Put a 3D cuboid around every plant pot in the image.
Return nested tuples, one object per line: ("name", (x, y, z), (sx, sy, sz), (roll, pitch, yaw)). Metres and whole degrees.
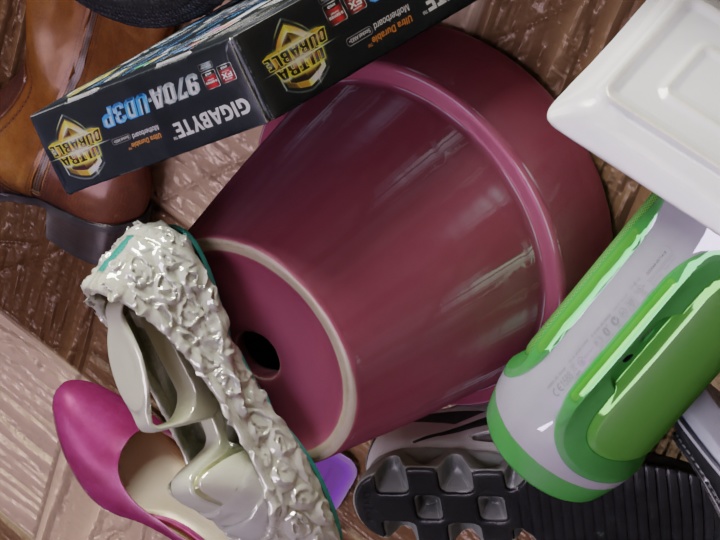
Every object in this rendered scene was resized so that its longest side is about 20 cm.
("plant pot", (0.000, 0.000, 1.506), (0.200, 0.179, 0.200), (22, 130, 29))

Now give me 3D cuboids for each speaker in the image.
("speaker", (0.143, 0.021, 1.430), (0.088, 0.088, 0.200), (44, 122, 10))

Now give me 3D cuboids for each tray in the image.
("tray", (0.192, -0.057, 1.345), (0.200, 0.107, 0.022), (35, 158, 20))

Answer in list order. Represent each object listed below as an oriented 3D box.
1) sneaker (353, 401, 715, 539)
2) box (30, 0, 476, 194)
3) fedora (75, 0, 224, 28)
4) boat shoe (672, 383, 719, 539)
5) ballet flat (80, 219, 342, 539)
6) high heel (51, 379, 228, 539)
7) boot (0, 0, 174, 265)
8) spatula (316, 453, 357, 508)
("sneaker", (0.102, 0.098, 1.566), (0.199, 0.089, 0.074), (6, 130, 10))
("box", (-0.039, -0.111, 1.449), (0.159, 0.200, 0.046), (-16, 104, 46))
("fedora", (-0.106, -0.221, 1.515), (0.200, 0.092, 0.201), (26, 134, 31))
("boat shoe", (0.204, 0.150, 1.486), (0.071, 0.072, 0.200), (-33, 94, 12))
("ballet flat", (-0.079, 0.073, 1.444), (0.072, 0.072, 0.200), (-13, 109, 46))
("high heel", (-0.097, 0.133, 1.762), (0.200, 0.067, 0.096), (51, 149, -5))
("boot", (-0.192, -0.118, 1.684), (0.188, 0.068, 0.200), (31, 133, 24))
("spatula", (-0.087, 0.072, 1.753), (0.200, 0.021, 0.057), (41, 132, 16))
